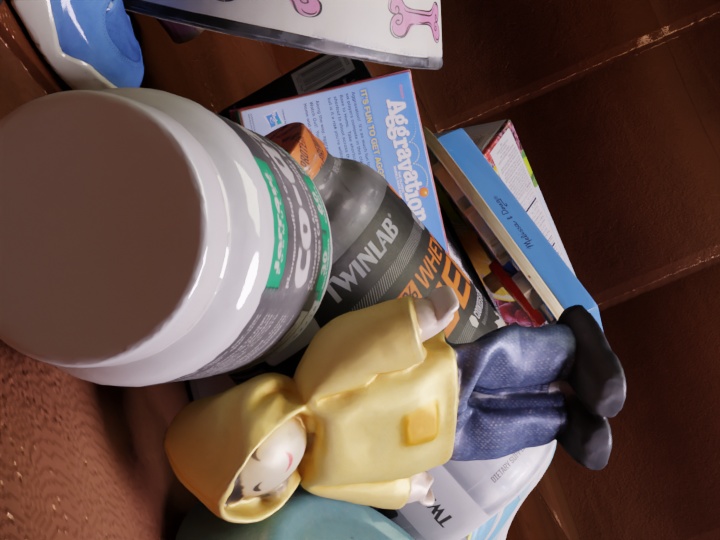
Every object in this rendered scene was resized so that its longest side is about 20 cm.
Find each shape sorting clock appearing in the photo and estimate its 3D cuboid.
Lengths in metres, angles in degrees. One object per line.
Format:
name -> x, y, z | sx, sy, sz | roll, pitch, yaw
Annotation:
shape sorting clock -> 0.092, -0.002, 1.034 | 0.201, 0.039, 0.200 | 56, -1, 2

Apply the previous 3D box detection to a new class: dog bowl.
dog bowl -> -0.044, -0.169, 0.969 | 0.200, 0.198, 0.074 | -64, 167, -80

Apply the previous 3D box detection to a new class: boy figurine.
boy figurine -> 0.015, 0.060, 0.751 | 0.065, 0.198, 0.125 | -120, -148, -44

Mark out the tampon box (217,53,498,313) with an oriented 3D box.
tampon box -> -0.005, -0.010, 1.058 | 0.201, 0.126, 0.150 | 60, 3, -26

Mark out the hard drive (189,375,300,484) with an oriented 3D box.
hard drive -> -0.033, 0.132, 0.937 | 0.200, 0.027, 0.133 | 47, 22, -67

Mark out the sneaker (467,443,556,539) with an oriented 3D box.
sneaker -> 0.039, 0.171, 1.071 | 0.079, 0.201, 0.130 | 33, 35, 19

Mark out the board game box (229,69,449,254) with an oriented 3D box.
board game box -> 0.000, 0.000, 0.939 | 0.019, 0.102, 0.202 | -172, -111, -70

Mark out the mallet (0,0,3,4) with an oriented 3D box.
mallet -> -0.193, -0.190, 0.716 | 0.066, 0.041, 0.201 | 61, 6, -59

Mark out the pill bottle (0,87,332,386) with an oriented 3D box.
pill bottle -> -0.081, -0.011, 0.682 | 0.200, 0.112, 0.114 | 6, 62, -81

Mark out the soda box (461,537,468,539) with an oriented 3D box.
soda box -> 0.031, 0.223, 0.870 | 0.201, 0.063, 0.068 | -91, 162, -44

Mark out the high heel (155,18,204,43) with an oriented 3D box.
high heel -> -0.141, -0.234, 1.112 | 0.096, 0.067, 0.201 | 53, 21, -39

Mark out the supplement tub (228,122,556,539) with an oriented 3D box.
supplement tub -> -0.002, 0.032, 0.854 | 0.200, 0.122, 0.123 | 48, 14, -17

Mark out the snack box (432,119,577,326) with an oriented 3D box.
snack box -> 0.037, -0.018, 1.202 | 0.053, 0.199, 0.143 | -51, 124, -46

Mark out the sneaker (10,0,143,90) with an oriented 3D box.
sneaker -> -0.125, -0.176, 0.838 | 0.077, 0.111, 0.201 | -101, 167, -55

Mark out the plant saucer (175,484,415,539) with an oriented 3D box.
plant saucer -> 0.004, 0.168, 0.759 | 0.200, 0.036, 0.201 | 37, 25, -21
